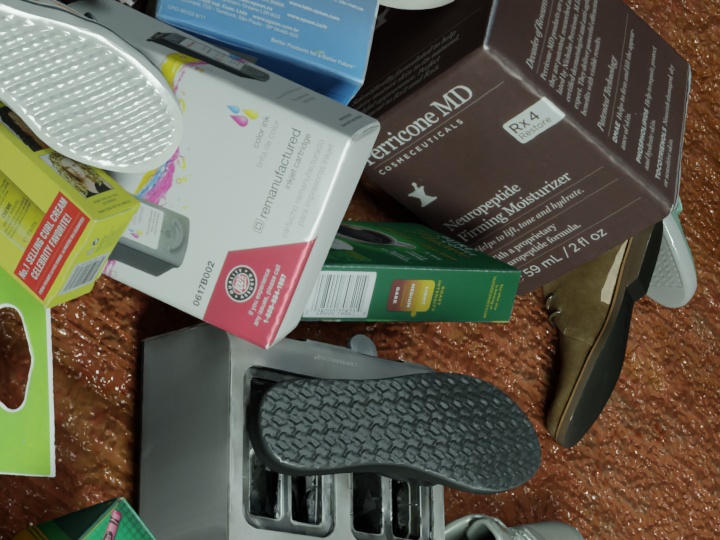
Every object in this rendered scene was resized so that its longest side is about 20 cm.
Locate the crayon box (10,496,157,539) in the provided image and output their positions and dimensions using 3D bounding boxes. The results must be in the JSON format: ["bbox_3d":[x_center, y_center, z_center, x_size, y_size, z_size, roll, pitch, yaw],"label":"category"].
[{"bbox_3d":[-0.208,0.219,1.074,0.058,0.119,0.200,53,49,-12],"label":"crayon box"}]

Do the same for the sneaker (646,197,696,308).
[{"bbox_3d":[0.250,-0.076,1.590,0.118,0.074,0.201,-26,89,-36],"label":"sneaker"}]

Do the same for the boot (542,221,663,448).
[{"bbox_3d":[0.173,0.042,1.504,0.074,0.075,0.200,61,47,-65],"label":"boot"}]

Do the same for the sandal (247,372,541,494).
[{"bbox_3d":[0.020,0.101,1.204,0.200,0.048,0.075,8,69,-24],"label":"sandal"}]

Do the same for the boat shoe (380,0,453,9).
[{"bbox_3d":[-0.009,-0.243,1.389,0.069,0.200,0.072,-52,149,-50],"label":"boat shoe"}]

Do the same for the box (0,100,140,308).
[{"bbox_3d":[-0.227,-0.071,1.134,0.200,0.075,0.050,42,29,12],"label":"box"}]

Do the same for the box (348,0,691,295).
[{"bbox_3d":[0.117,-0.121,1.423,0.200,0.166,0.164,37,44,-24],"label":"box"}]

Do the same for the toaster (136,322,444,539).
[{"bbox_3d":[-0.050,0.136,1.237,0.181,0.119,0.200,14,66,-35],"label":"toaster"}]

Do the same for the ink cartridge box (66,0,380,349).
[{"bbox_3d":[-0.109,-0.061,1.179,0.200,0.148,0.086,24,16,6],"label":"ink cartridge box"}]

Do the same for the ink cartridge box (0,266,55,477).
[{"bbox_3d":[-0.281,0.053,1.104,0.200,0.076,0.148,9,68,-40],"label":"ink cartridge box"}]

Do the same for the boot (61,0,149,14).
[{"bbox_3d":[-0.199,-0.173,1.265,0.200,0.064,0.187,38,52,-21],"label":"boot"}]

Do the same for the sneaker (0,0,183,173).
[{"bbox_3d":[-0.192,-0.130,1.103,0.200,0.078,0.079,30,17,-23],"label":"sneaker"}]

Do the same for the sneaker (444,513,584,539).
[{"bbox_3d":[0.098,0.206,1.338,0.200,0.092,0.076,-15,48,-43],"label":"sneaker"}]

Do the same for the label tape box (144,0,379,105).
[{"bbox_3d":[-0.057,-0.216,1.284,0.143,0.066,0.200,17,62,-13],"label":"label tape box"}]

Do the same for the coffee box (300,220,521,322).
[{"bbox_3d":[0.000,0.000,1.326,0.200,0.123,0.044,1,106,-41],"label":"coffee box"}]
